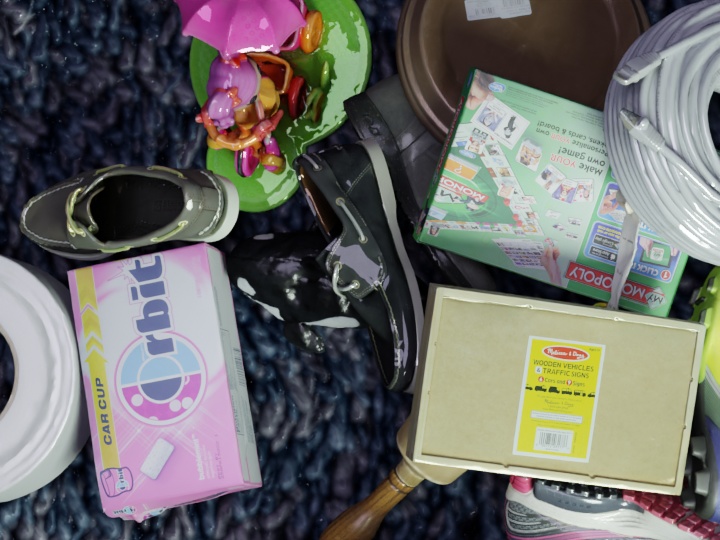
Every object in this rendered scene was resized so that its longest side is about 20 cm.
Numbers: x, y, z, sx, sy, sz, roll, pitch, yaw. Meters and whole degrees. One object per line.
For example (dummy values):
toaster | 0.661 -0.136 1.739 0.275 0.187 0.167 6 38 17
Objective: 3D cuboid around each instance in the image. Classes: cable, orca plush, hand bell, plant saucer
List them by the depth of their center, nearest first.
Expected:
cable | 0.270 -0.096 1.470 0.200 0.069 0.200 -40 99 -32
hand bell | 0.027 0.163 1.534 0.104 0.104 0.200 46 111 13
plant saucer | 0.127 -0.170 1.549 0.199 0.029 0.201 1 76 -3
orca plush | -0.016 0.020 1.563 0.200 0.071 0.105 33 91 13

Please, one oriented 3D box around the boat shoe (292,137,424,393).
boat shoe | 0.000 0.000 1.502 0.067 0.072 0.201 -8 69 -20

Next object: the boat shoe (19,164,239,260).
boat shoe | -0.191 -0.049 1.588 0.201 0.060 0.072 -4 83 32

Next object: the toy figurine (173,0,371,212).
toy figurine | -0.088 -0.154 1.541 0.150 0.184 0.201 13 87 13

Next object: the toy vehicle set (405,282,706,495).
toy vehicle set | 0.138 0.085 1.445 0.199 0.027 0.125 8 93 -10

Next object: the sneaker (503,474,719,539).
sneaker | 0.204 0.190 1.503 0.199 0.081 0.075 15 115 13

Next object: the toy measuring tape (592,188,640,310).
toy measuring tape | 0.155 0.036 1.486 0.073 0.074 0.201 13 107 13

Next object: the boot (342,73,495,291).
boot | 0.084 -0.083 1.561 0.130 0.068 0.200 -30 80 1

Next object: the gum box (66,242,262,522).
gum box | -0.150 0.090 1.585 0.113 0.066 0.201 -11 81 9

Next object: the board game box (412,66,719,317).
board game box | 0.154 -0.056 1.511 0.199 0.029 0.135 18 98 -9

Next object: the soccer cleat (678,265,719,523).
soccer cleat | 0.276 0.092 1.490 0.083 0.065 0.201 8 64 -7

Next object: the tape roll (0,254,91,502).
tape roll | -0.309 0.085 1.617 0.202 0.071 0.203 -1 84 11
